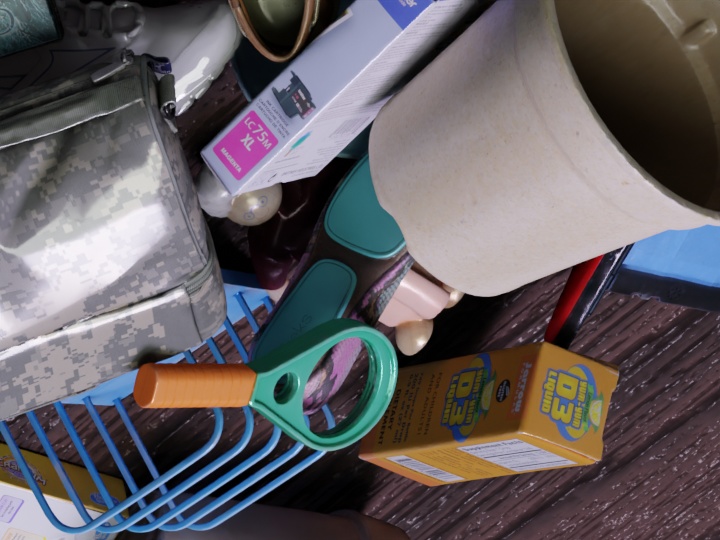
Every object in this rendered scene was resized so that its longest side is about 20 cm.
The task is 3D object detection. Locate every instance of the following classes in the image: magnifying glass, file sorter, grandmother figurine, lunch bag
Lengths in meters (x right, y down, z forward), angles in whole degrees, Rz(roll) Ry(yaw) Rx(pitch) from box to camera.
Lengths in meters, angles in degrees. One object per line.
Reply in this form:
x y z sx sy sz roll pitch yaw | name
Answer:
-0.051 0.066 1.658 0.200 0.022 0.080 3 107 -46 | magnifying glass
-0.120 0.083 1.765 0.139 0.123 0.200 -34 165 15 | file sorter
-0.021 -0.024 1.803 0.200 0.061 0.122 28 97 -33 | grandmother figurine
-0.181 -0.027 1.581 0.199 0.140 0.168 -18 146 -3 | lunch bag

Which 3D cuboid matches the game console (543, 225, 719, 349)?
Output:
0.220 -0.033 1.817 0.118 0.172 0.200 28 122 1 | game console

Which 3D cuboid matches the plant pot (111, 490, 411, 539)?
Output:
-0.085 0.232 1.922 0.173 0.200 0.200 25 120 -19 | plant pot

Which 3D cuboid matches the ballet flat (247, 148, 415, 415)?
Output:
0.000 0.000 1.748 0.200 0.069 0.071 -59 155 -10 | ballet flat

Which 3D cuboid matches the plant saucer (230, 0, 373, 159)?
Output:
0.017 -0.156 1.717 0.199 0.036 0.201 -6 129 -8 | plant saucer

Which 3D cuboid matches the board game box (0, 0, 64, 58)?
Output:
-0.280 -0.165 1.612 0.199 0.028 0.136 -16 107 1 | board game box

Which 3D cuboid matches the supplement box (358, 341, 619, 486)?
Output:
0.080 0.093 1.846 0.069 0.067 0.200 23 160 -28 | supplement box

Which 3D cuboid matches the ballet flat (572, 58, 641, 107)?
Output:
0.181 -0.136 1.728 0.200 0.070 0.070 -34 130 0 | ballet flat

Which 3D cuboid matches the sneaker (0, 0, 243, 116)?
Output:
-0.165 -0.122 1.668 0.199 0.075 0.087 -16 123 12 | sneaker

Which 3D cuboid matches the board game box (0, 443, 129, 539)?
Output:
-0.277 0.178 1.921 0.199 0.040 0.153 20 122 -27 | board game box

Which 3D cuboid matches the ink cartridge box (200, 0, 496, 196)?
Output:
0.007 -0.124 1.648 0.200 0.119 0.042 -41 82 22 | ink cartridge box

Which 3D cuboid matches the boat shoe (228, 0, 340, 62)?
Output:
-0.054 -0.210 1.600 0.075 0.074 0.201 -11 112 11 | boat shoe

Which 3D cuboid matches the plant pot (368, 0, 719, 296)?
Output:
0.111 -0.079 1.638 0.200 0.201 0.183 29 136 -31 | plant pot
